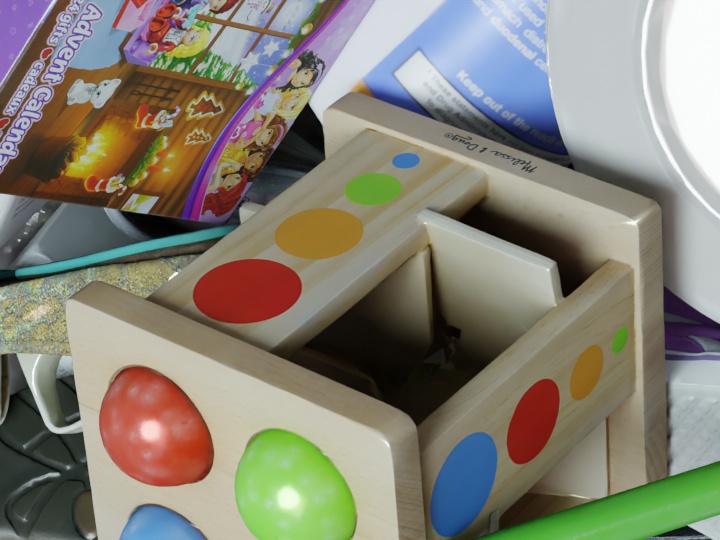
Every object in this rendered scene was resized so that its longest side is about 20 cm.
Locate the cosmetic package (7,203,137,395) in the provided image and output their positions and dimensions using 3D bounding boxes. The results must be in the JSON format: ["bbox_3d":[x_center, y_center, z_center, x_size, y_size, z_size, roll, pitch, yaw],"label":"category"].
[{"bbox_3d":[-0.127,0.073,1.145,0.113,0.081,0.200,38,116,-5],"label":"cosmetic package"}]

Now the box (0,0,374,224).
[{"bbox_3d":[-0.044,-0.108,0.924,0.039,0.137,0.200,47,113,30],"label":"box"}]

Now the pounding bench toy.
[{"bbox_3d":[0.029,0.059,0.902,0.200,0.156,0.124,22,133,32],"label":"pounding bench toy"}]

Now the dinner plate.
[{"bbox_3d":[0.152,-0.066,0.902,0.200,0.024,0.201,4,104,17],"label":"dinner plate"}]

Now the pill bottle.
[{"bbox_3d":[0.076,-0.115,0.988,0.112,0.112,0.200,45,117,-7],"label":"pill bottle"}]

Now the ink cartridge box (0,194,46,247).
[{"bbox_3d":[-0.100,-0.124,1.013,0.084,0.146,0.200,30,117,3],"label":"ink cartridge box"}]

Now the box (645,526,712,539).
[{"bbox_3d":[0.171,0.154,1.078,0.141,0.079,0.200,-1,122,25],"label":"box"}]

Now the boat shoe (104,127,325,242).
[{"bbox_3d":[0.000,-0.002,1.075,0.202,0.065,0.075,26,118,-12],"label":"boat shoe"}]

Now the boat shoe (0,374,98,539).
[{"bbox_3d":[-0.117,0.087,1.072,0.199,0.076,0.074,-4,146,7],"label":"boat shoe"}]

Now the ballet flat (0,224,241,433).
[{"bbox_3d":[-0.119,0.025,1.027,0.200,0.071,0.071,-6,112,27],"label":"ballet flat"}]

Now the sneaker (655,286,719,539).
[{"bbox_3d":[0.140,0.038,0.992,0.200,0.114,0.073,19,128,35],"label":"sneaker"}]
